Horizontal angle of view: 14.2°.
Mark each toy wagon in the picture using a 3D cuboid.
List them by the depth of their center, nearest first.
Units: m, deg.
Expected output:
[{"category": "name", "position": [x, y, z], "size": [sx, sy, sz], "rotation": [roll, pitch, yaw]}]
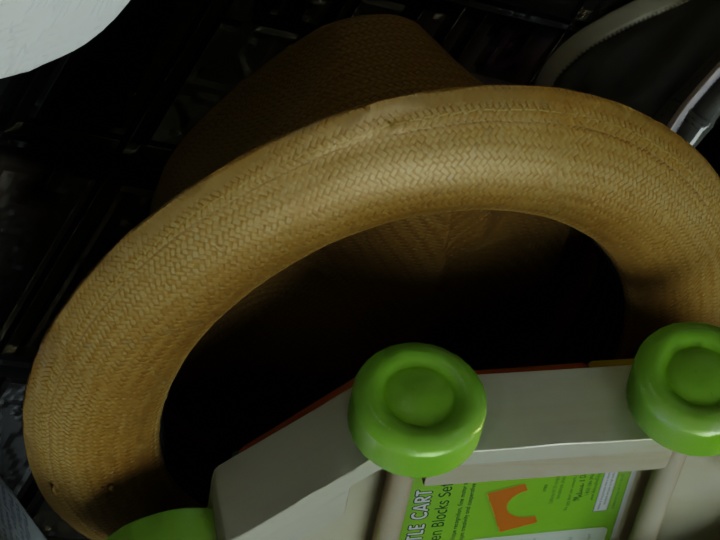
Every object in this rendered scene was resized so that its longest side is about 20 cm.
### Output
[{"category": "toy wagon", "position": [0.015, 0.071, 0.730], "size": [0.199, 0.040, 0.156], "rotation": [-3, 143, -11]}]

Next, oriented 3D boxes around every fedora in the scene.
[{"category": "fedora", "position": [0.000, 0.000, 0.739], "size": [0.199, 0.082, 0.201], "rotation": [-12, 146, -8]}]

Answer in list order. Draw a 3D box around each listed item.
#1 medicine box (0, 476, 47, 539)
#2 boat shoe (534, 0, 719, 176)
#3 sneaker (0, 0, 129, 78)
[{"category": "medicine box", "position": [-0.156, 0.142, 0.765], "size": [0.181, 0.103, 0.200], "rotation": [-19, 142, 6]}, {"category": "boat shoe", "position": [0.142, -0.071, 0.772], "size": [0.199, 0.057, 0.067], "rotation": [-31, 141, 3]}, {"category": "sneaker", "position": [-0.065, -0.133, 0.560], "size": [0.075, 0.089, 0.200], "rotation": [-18, 150, -41]}]
